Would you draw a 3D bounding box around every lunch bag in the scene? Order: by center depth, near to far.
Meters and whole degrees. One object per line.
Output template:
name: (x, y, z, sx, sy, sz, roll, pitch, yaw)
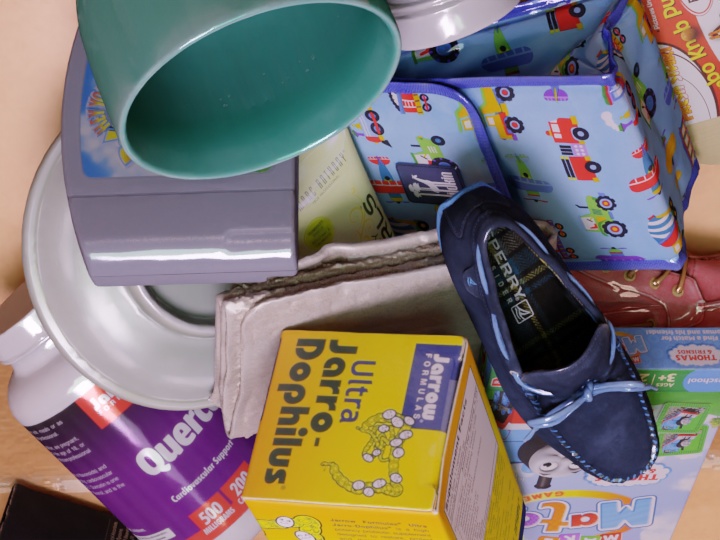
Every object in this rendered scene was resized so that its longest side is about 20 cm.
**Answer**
lunch bag: (0.079, -0.074, 1.103, 0.200, 0.094, 0.151, -6, 134, 25)

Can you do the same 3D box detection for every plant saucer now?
plant saucer: (-0.096, -0.016, 1.105, 0.200, 0.050, 0.200, -1, 93, -26)

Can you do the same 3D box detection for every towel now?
towel: (0.011, 0.034, 1.098, 0.200, 0.034, 0.133, -10, 142, -15)

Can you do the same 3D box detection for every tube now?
tube: (0.000, 0.000, 1.132, 0.052, 0.058, 0.200, -16, 132, 15)

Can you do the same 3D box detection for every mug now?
mug: (-0.055, -0.141, 0.982, 0.185, 0.114, 0.152, -18, 154, -13)

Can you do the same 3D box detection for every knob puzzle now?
knob puzzle: (0.188, -0.143, 1.101, 0.220, 0.030, 0.220, 1, 132, 1)

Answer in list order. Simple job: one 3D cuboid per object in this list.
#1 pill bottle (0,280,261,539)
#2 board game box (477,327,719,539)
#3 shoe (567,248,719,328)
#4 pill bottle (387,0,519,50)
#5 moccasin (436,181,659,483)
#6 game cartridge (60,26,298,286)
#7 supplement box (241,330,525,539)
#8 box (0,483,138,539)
pill bottle: (-0.140, 0.087, 1.176, 0.112, 0.112, 0.200, -37, 110, 16)
board game box: (0.138, 0.108, 1.171, 0.151, 0.037, 0.200, 0, 141, -7)
shoe: (0.180, 0.009, 1.155, 0.200, 0.071, 0.091, -17, 119, 14)
pill bottle: (0.018, -0.227, 1.029, 0.109, 0.109, 0.200, -19, 114, 10)
moccasin: (0.102, 0.046, 1.038, 0.080, 0.068, 0.200, -39, 110, 0)
game cartridge: (-0.100, -0.086, 1.060, 0.133, 0.200, 0.040, -4, 152, 5)
supplement box: (0.020, 0.132, 1.076, 0.109, 0.109, 0.200, 1, 146, 17)
box: (-0.175, 0.279, 1.260, 0.197, 0.124, 0.200, 19, 114, -9)
